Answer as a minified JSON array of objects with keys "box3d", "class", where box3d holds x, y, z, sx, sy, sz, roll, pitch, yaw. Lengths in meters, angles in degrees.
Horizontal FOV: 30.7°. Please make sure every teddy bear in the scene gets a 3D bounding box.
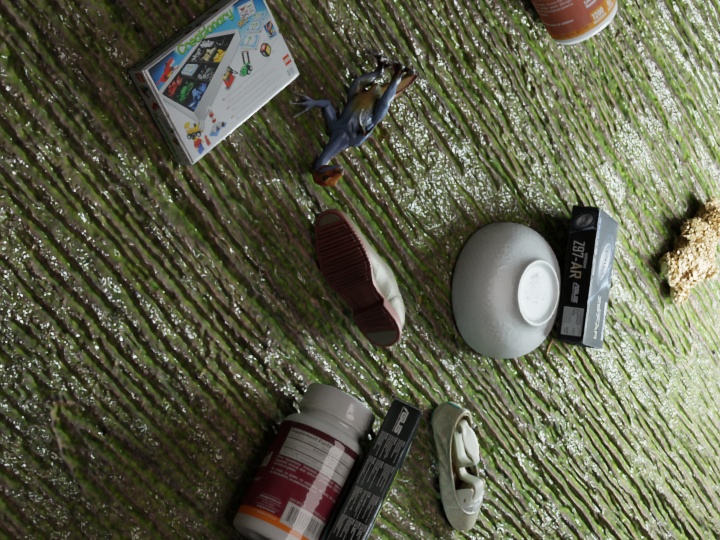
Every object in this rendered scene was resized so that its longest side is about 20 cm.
[{"box3d":[0.573,-0.032,2.223,0.199,0.066,0.147,-34,117,-35],"class":"teddy bear"}]

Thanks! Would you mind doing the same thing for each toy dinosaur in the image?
[{"box3d":[0.004,-0.185,1.679,0.199,0.104,0.183,17,102,-54],"class":"toy dinosaur"}]

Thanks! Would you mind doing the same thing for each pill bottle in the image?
[{"box3d":[-0.065,0.249,1.621,0.114,0.113,0.202,43,65,-36],"class":"pill bottle"},{"box3d":[0.284,-0.437,1.896,0.113,0.111,0.201,-53,125,-26],"class":"pill bottle"}]

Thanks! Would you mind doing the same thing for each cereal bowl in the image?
[{"box3d":[0.226,0.031,1.897,0.198,0.083,0.204,-5,97,-42],"class":"cereal bowl"}]

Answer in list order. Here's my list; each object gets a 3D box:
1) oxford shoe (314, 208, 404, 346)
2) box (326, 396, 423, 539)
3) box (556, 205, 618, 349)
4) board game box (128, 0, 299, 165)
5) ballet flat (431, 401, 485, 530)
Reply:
[{"box3d":[0.000,0.000,1.711,0.202,0.070,0.075,65,27,-22],"class":"oxford shoe"},{"box3d":[0.013,0.280,1.664,0.047,0.194,0.202,26,69,5],"class":"box"},{"box3d":[0.344,0.013,1.987,0.160,0.043,0.203,19,79,-68],"class":"box"},{"box3d":[-0.168,-0.233,1.545,0.200,0.034,0.127,-44,121,-32],"class":"board game box"},{"box3d":[0.143,0.283,1.850,0.067,0.062,0.203,-27,111,-38],"class":"ballet flat"}]
